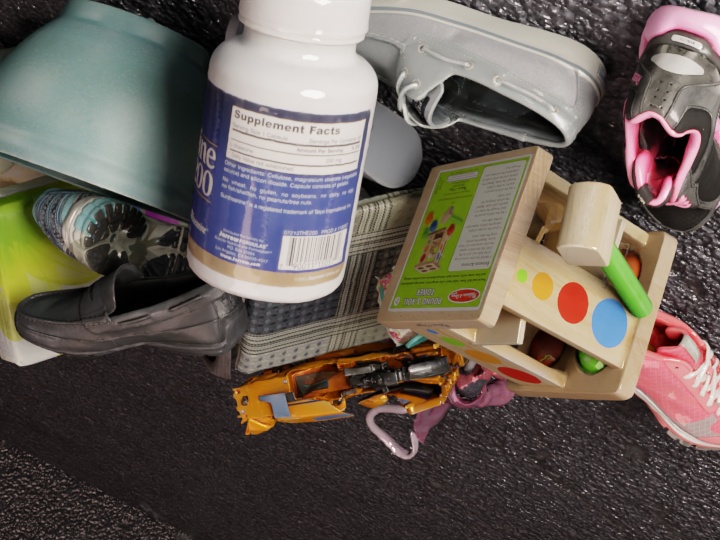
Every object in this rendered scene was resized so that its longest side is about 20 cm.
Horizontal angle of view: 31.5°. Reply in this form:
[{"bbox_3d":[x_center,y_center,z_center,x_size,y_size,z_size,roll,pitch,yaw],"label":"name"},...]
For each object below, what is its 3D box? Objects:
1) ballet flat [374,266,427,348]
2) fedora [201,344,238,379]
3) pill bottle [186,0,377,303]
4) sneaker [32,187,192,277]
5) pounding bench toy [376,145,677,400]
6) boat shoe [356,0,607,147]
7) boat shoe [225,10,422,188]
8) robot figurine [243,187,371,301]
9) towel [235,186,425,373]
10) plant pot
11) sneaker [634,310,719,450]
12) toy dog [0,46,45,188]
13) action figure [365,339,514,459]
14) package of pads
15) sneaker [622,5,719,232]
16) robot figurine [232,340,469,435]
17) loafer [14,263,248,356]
[{"bbox_3d":[0.090,0.004,1.002,0.076,0.200,0.064,-43,71,43],"label":"ballet flat"},{"bbox_3d":[-0.115,0.009,1.245,0.090,0.177,0.200,-9,136,-16],"label":"fedora"},{"bbox_3d":[-0.050,-0.089,0.837,0.111,0.111,0.200,19,114,19],"label":"pill bottle"},{"bbox_3d":[-0.205,-0.026,1.098,0.086,0.078,0.200,25,171,25],"label":"sneaker"},{"bbox_3d":[0.142,0.009,0.866,0.156,0.124,0.200,28,163,-27],"label":"pounding bench toy"},{"bbox_3d":[0.058,-0.129,0.841,0.200,0.072,0.070,17,154,23],"label":"boat shoe"},{"bbox_3d":[-0.036,-0.129,0.948,0.199,0.074,0.068,30,171,-41],"label":"boat shoe"},{"bbox_3d":[-0.032,-0.008,1.132,0.169,0.113,0.200,-12,149,3],"label":"robot figurine"},{"bbox_3d":[0.000,0.000,1.033,0.193,0.200,0.035,105,146,-48],"label":"towel"},{"bbox_3d":[-0.195,-0.129,0.997,0.200,0.134,0.200,19,178,1],"label":"plant pot"},{"bbox_3d":[0.265,0.086,1.057,0.200,0.074,0.087,29,155,-2],"label":"sneaker"},{"bbox_3d":[-0.312,-0.129,1.163,0.194,0.140,0.200,19,159,-12],"label":"toy dog"},{"bbox_3d":[0.072,0.098,1.214,0.134,0.149,0.200,40,168,-14],"label":"action figure"},{"bbox_3d":[-0.248,-0.013,1.158,0.068,0.200,0.155,21,123,48],"label":"package of pads"},{"bbox_3d":[0.190,-0.070,0.794,0.079,0.096,0.200,16,155,22],"label":"sneaker"},{"bbox_3d":[-0.001,0.095,1.110,0.200,0.058,0.145,-9,-174,14],"label":"robot figurine"},{"bbox_3d":[-0.185,0.026,1.006,0.200,0.068,0.071,-1,123,19],"label":"loafer"}]
